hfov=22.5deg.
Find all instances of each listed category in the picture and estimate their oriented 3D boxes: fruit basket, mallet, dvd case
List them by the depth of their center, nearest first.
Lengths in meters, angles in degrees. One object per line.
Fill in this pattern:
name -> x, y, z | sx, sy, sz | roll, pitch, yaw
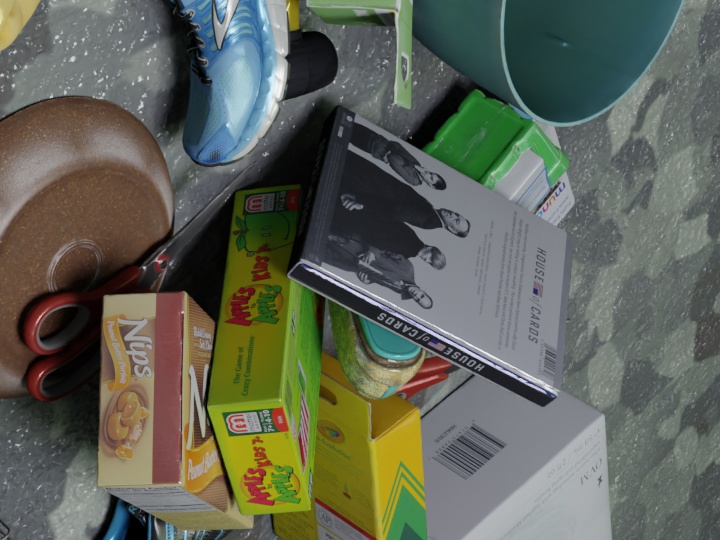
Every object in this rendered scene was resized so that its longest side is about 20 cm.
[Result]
mallet -> -0.036, -0.205, 1.153 | 0.066, 0.041, 0.201 | -11, 117, -46
dvd case -> 0.053, -0.010, 1.211 | 0.025, 0.199, 0.151 | -46, -157, 42
fruit basket -> 0.100, -0.033, 1.373 | 0.185, 0.094, 0.200 | -49, 145, -15

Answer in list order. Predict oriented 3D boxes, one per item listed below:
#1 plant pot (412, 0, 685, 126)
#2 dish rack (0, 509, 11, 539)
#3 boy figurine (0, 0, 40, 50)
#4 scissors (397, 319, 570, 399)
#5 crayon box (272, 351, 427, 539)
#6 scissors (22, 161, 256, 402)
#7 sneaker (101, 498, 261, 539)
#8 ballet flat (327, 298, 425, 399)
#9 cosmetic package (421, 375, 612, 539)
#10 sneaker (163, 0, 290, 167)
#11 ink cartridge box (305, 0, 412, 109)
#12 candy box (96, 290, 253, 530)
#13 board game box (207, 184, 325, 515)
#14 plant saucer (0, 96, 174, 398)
plant pot -> 0.101, -0.218, 1.196 | 0.200, 0.161, 0.201 | -28, 133, -35
dish rack -> -0.271, 0.182, 1.094 | 0.153, 0.054, 0.201 | -37, 128, -28
boy figurine -> -0.214, -0.159, 0.950 | 0.124, 0.064, 0.201 | 13, 104, -52
scissors -> 0.068, 0.075, 1.398 | 0.199, 0.014, 0.073 | -13, 148, -27
crayon box -> -0.014, 0.137, 1.319 | 0.051, 0.127, 0.201 | -33, 135, -32
scissors -> -0.134, 0.007, 1.135 | 0.200, 0.014, 0.073 | -38, 137, -29
sneaker -> -0.117, 0.158, 1.256 | 0.201, 0.073, 0.082 | -58, 143, -5
ballet flat -> 0.000, 0.000, 1.238 | 0.070, 0.201, 0.071 | -8, 145, -5
cosmetic package -> 0.104, 0.220, 1.515 | 0.199, 0.123, 0.201 | -37, 138, -28
sneaker -> -0.094, -0.162, 1.097 | 0.090, 0.078, 0.201 | -4, 110, -32
ink cartridge box -> 0.001, -0.199, 1.088 | 0.104, 0.059, 0.201 | -30, 122, -85
candy box -> -0.111, 0.093, 1.138 | 0.200, 0.055, 0.116 | 58, 30, -72
board game box -> -0.058, 0.048, 1.176 | 0.201, 0.047, 0.102 | -87, 169, -48
plant saucer -> -0.183, -0.005, 1.107 | 0.200, 0.037, 0.201 | -28, 133, -35
